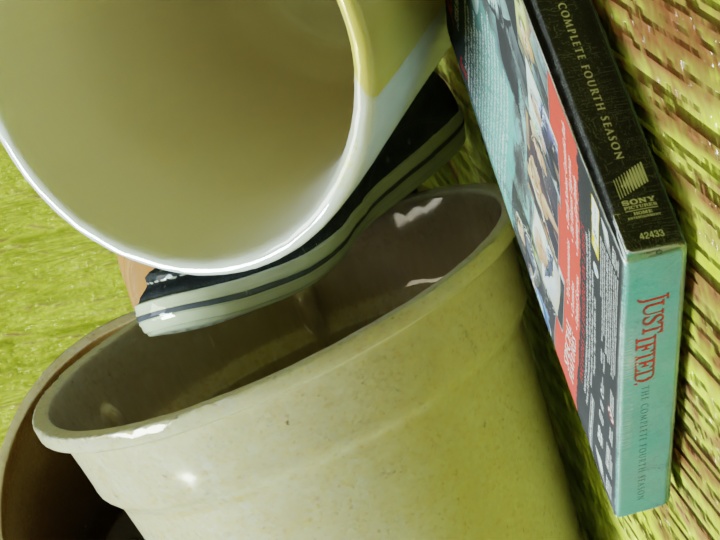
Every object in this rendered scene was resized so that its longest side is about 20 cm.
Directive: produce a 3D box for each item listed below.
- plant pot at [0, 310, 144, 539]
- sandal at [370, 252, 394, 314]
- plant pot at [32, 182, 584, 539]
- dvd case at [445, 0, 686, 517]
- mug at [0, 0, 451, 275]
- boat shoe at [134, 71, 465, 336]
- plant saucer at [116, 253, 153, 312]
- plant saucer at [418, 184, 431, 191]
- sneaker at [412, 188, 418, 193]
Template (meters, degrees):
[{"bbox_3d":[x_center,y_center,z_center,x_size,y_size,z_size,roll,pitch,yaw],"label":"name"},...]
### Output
[{"bbox_3d":[-0.081,0.130,1.166,0.200,0.185,0.187,114,141,-72],"label":"plant pot"},{"bbox_3d":[0.038,0.082,1.033,0.043,0.076,0.201,-118,14,-72],"label":"sandal"},{"bbox_3d":[0.004,0.093,0.933,0.200,0.200,0.184,-122,7,-76],"label":"plant pot"},{"bbox_3d":[0.057,-0.046,0.738,0.146,0.022,0.201,82,172,-56],"label":"dvd case"},{"bbox_3d":[-0.021,-0.104,0.846,0.150,0.186,0.153,55,-146,-5],"label":"mug"},{"bbox_3d":[-0.028,-0.035,0.948,0.200,0.074,0.062,-43,-68,-46],"label":"boat shoe"},{"bbox_3d":[-0.044,0.035,1.198,0.200,0.032,0.201,30,149,21],"label":"plant saucer"},{"bbox_3d":[-0.020,0.000,1.202,0.199,0.048,0.201,26,147,27],"label":"plant saucer"},{"bbox_3d":[0.000,0.000,1.056,0.200,0.078,0.086,46,138,-12],"label":"sneaker"}]
